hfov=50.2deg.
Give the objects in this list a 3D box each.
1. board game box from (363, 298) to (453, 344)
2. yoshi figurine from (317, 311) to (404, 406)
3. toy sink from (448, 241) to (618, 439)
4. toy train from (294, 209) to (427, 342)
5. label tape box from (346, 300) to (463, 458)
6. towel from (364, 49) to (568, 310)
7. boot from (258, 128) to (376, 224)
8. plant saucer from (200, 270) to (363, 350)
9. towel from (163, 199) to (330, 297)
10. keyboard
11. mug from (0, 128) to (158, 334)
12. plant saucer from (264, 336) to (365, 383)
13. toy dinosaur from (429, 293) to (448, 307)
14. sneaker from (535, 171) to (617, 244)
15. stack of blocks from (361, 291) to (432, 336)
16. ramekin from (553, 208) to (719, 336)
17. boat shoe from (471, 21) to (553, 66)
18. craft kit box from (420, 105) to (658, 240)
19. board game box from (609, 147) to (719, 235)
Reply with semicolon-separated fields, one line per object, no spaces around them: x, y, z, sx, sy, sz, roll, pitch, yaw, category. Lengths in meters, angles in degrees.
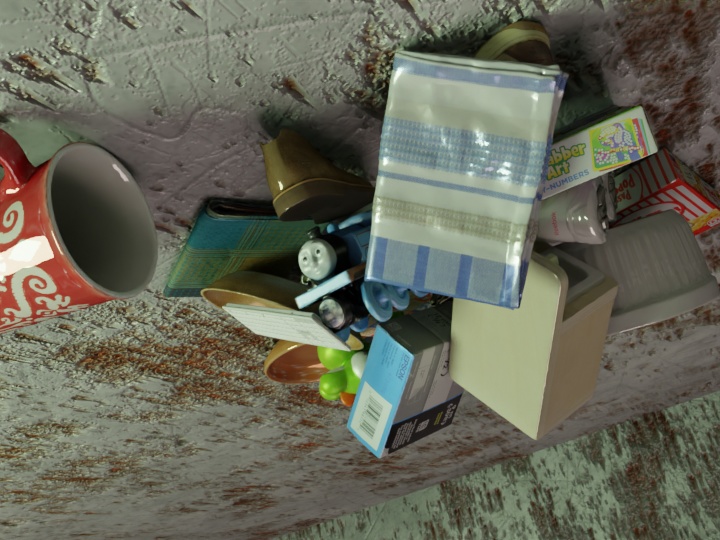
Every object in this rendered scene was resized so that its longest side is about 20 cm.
0.065;0.124;1.175;0.198;0.057;0.166;-34;157;-5;board game box
0.027;0.094;0.998;0.197;0.112;0.114;-21;119;-19;yoshi figurine
0.177;0.042;0.790;0.111;0.130;0.203;-25;130;-32;toy sink
0.000;0.000;0.811;0.086;0.116;0.199;-29;177;28;toy train
0.087;0.118;0.904;0.198;0.066;0.145;-11;127;-43;label tape box
0.082;-0.076;0.641;0.144;0.204;0.024;11;-168;14;towel
-0.035;-0.090;0.738;0.073;0.076;0.200;-28;171;16;boot
-0.085;0.043;0.889;0.197;0.036;0.200;17;166;4;plant saucer
-0.135;-0.019;0.877;0.144;0.022;0.200;1;153;-28;towel
-0.082;0.058;0.801;0.056;0.011;0.199;48;156;-26;keyboard
-0.305;-0.032;0.671;0.197;0.180;0.134;-19;-168;21;mug
-0.056;0.125;1.202;0.196;0.038;0.201;-13;155;-6;plant saucer
0.144;-0.040;0.884;0.199;0.059;0.101;-35;137;15;toy dinosaur
0.216;-0.075;0.813;0.098;0.079;0.199;-6;-170;26;sneaker
0.050;0.019;1.009;0.114;0.060;0.199;10;146;-42;stack of blocks
0.296;0.004;0.883;0.197;0.107;0.200;-17;179;0;ramekin
0.102;-0.132;0.701;0.071;0.073;0.200;6;149;-37;boat shoe
0.166;-0.098;0.731;0.197;0.049;0.197;-22;-176;17;craft kit box
0.373;-0.075;1.003;0.150;0.047;0.198;-32;150;33;board game box
